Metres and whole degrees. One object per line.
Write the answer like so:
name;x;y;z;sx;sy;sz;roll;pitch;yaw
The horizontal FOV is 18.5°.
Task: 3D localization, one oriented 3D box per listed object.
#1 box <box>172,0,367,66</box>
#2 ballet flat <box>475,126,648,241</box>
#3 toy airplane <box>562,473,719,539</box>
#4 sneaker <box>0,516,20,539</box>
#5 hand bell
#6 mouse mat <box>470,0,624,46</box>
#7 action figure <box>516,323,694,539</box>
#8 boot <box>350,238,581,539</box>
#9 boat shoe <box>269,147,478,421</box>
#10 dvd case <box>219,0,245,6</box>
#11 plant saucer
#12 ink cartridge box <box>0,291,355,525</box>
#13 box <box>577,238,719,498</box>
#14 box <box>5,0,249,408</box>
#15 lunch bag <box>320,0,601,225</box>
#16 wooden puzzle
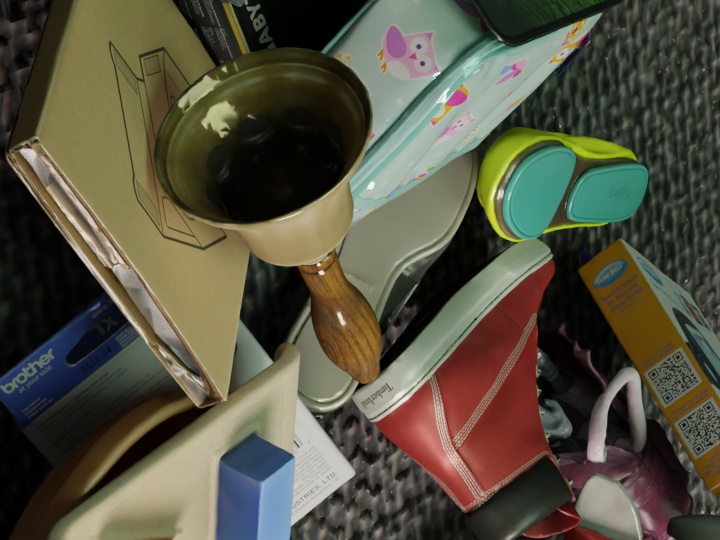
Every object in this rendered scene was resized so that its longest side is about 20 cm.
box;-0.043;-0.205;1.151;0.160;0.049;0.201;-45;129;-35
ballet flat;0.105;-0.056;1.324;0.200;0.067;0.067;-3;118;-60
toy airplane;0.207;0.182;1.276;0.199;0.200;0.141;32;104;-39
sneaker;-0.191;0.189;1.060;0.200;0.074;0.088;-23;120;-44
hand bell;-0.022;-0.004;1.082;0.104;0.104;0.200;-55;148;-24
mouse mat;0.051;-0.206;1.121;0.200;0.008;0.161;54;33;5
action figure;0.167;0.118;1.398;0.200;0.149;0.134;46;58;-28
boot;0.090;0.074;1.284;0.144;0.072;0.200;49;39;-4
boat shoe;0.000;0.000;1.252;0.067;0.057;0.200;35;64;-9
dvd case;-0.104;-0.230;1.032;0.200;0.016;0.149;25;77;-45
plant saucer;-0.119;0.148;1.065;0.200;0.037;0.201;-47;149;-41
ink cartridge box;-0.097;0.076;1.131;0.119;0.042;0.200;-39;132;-5
box;0.208;0.064;1.398;0.041;0.200;0.119;-35;148;15
box;-0.099;-0.057;1.049;0.164;0.021;0.200;56;23;-32
lunch bag;0.038;-0.101;1.162;0.160;0.077;0.200;-48;171;31
wooden puzzle;-0.078;0.156;1.056;0.200;0.046;0.186;-41;144;-47
